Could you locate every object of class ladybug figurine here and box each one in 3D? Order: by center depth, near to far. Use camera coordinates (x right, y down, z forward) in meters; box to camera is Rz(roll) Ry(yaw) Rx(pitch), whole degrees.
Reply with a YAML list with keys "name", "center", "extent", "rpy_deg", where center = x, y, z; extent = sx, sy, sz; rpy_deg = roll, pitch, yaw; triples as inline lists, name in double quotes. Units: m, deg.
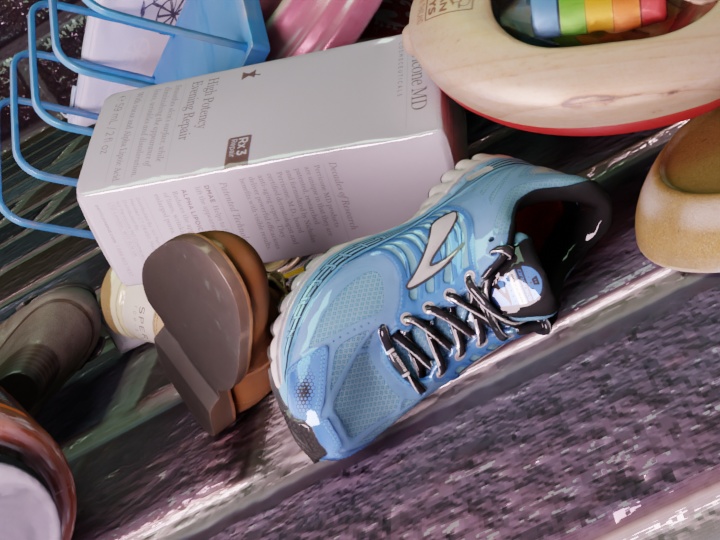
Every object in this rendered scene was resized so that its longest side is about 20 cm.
- name: "ladybug figurine"
  center: [0.121, -0.121, 0.661]
  extent: [0.200, 0.072, 0.136]
  rpy_deg: [-1, 59, 17]

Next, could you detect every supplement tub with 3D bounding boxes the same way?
- name: "supplement tub"
  center: [-0.206, 0.111, 0.673]
  extent: [0.107, 0.107, 0.200]
  rpy_deg: [-36, 17, -17]

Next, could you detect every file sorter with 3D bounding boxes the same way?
- name: "file sorter"
  center: [-0.162, -0.131, 0.891]
  extent: [0.200, 0.122, 0.139]
  rpy_deg: [-57, 34, 39]

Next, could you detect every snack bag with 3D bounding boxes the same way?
- name: "snack bag"
  center: [-0.121, -0.193, 0.995]
  extent: [0.200, 0.021, 0.189]
  rpy_deg: [-19, -31, -33]

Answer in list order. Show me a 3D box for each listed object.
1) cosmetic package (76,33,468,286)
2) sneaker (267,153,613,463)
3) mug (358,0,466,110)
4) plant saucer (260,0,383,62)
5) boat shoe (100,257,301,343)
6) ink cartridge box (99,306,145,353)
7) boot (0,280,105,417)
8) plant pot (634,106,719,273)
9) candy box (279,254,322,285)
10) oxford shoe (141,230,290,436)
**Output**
- name: "cosmetic package"
  center: [-0.044, -0.062, 0.728]
  extent: [0.200, 0.074, 0.102]
  rpy_deg: [-11, 41, 11]
- name: "sneaker"
  center: [0.040, 0.009, 0.593]
  extent: [0.090, 0.078, 0.200]
  rpy_deg: [2, 39, 51]
- name: "mug"
  center: [0.037, -0.169, 0.993]
  extent: [0.177, 0.134, 0.200]
  rpy_deg: [-19, 27, 14]
- name: "plant saucer"
  center: [-0.042, -0.183, 0.920]
  extent: [0.201, 0.051, 0.201]
  rpy_deg: [-46, 23, 26]
- name: "boat shoe"
  center: [-0.066, -0.023, 0.805]
  extent: [0.066, 0.074, 0.200]
  rpy_deg: [22, 56, 33]
- name: "ink cartridge box"
  center: [-0.070, -0.034, 0.965]
  extent: [0.200, 0.043, 0.198]
  rpy_deg: [-22, 18, 26]
- name: "boot"
  center: [-0.254, 0.084, 0.888]
  extent: [0.200, 0.070, 0.146]
  rpy_deg: [-32, 17, 12]
- name: "plant pot"
  center: [0.210, -0.066, 0.594]
  extent: [0.200, 0.028, 0.200]
  rpy_deg: [-29, 17, 10]
- name: "candy box"
  center: [0.000, 0.000, 0.772]
  extent: [0.200, 0.026, 0.102]
  rpy_deg: [-22, 22, 30]
- name: "oxford shoe"
  center: [-0.059, 0.019, 0.637]
  extent: [0.071, 0.071, 0.200]
  rpy_deg: [-32, -11, -16]
